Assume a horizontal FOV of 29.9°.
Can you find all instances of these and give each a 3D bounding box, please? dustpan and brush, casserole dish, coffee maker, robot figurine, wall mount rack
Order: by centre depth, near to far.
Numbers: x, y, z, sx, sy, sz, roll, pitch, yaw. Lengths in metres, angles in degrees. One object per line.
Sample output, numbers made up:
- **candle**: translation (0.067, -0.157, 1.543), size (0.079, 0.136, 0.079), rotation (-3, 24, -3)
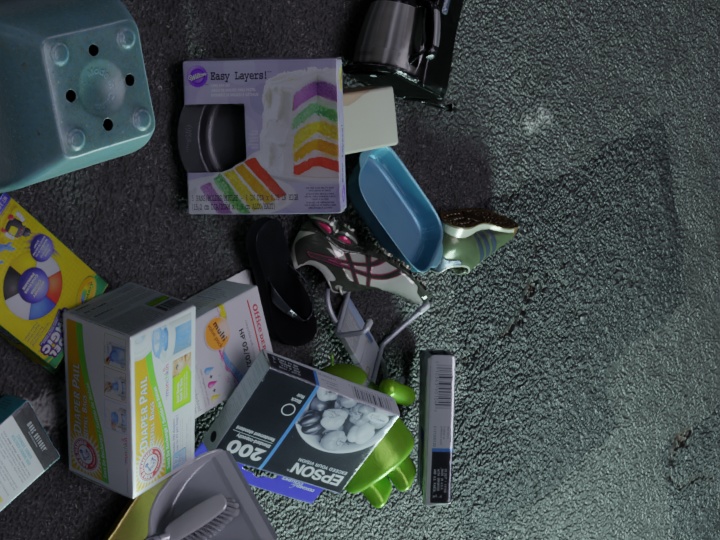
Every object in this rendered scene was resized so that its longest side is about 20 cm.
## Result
- **dustpan and brush**: translation (-0.214, 0.304, 1.560), size (0.199, 0.140, 0.057), rotation (-31, 156, -6)
- **robot figurine**: translation (-0.008, 0.210, 1.782), size (0.201, 0.175, 0.116), rotation (53, 17, -2)
- **coffee maker**: translation (0.074, -0.340, 1.830), size (0.192, 0.133, 0.202), rotation (25, 78, -69)
- **casserole dish**: translation (0.044, -0.082, 1.849), size (0.201, 0.039, 0.122), rotation (52, 41, -24)
- **wall mount rack**: translation (0.027, 0.069, 1.862), size (0.201, 0.074, 0.175), rotation (61, 30, -34)

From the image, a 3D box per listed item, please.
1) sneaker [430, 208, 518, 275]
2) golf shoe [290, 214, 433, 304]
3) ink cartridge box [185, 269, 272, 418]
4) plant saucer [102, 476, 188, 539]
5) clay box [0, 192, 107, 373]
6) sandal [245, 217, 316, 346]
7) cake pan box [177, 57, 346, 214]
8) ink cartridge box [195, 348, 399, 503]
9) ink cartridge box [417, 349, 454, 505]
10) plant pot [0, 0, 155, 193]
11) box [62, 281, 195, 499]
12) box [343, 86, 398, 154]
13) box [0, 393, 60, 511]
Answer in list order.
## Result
- **sneaker**: translation (0.159, -0.038, 1.999), size (0.199, 0.067, 0.091), rotation (-5, 123, -57)
- **golf shoe**: translation (0.000, 0.000, 1.786), size (0.199, 0.077, 0.089), rotation (31, 90, -8)
- **ink cartridge box**: translation (-0.175, 0.088, 1.649), size (0.199, 0.067, 0.116), rotation (-31, 117, -40)
- **plant saucer**: translation (-0.252, 0.362, 1.621), size (0.201, 0.048, 0.200), rotation (-57, 131, -25)
- **clay box**: translation (-0.359, 0.018, 1.459), size (0.200, 0.047, 0.116), rotation (47, 63, -39)
- **sandal**: translation (-0.096, 0.024, 1.725), size (0.076, 0.042, 0.201), rotation (-53, 139, -33)
- **cake pan box**: translation (-0.117, -0.160, 1.604), size (0.052, 0.197, 0.187), rotation (-49, 140, -80)
- **ink cartridge box**: translation (-0.085, 0.209, 1.666), size (0.197, 0.044, 0.201), rotation (22, 118, -28)
- **ink cartridge box**: translation (0.104, 0.212, 1.878), size (0.200, 0.043, 0.201), rotation (161, -70, -89)
- **plant pot**: translation (-0.317, -0.187, 1.365), size (0.195, 0.199, 0.198), rotation (-24, 112, -42)
- **box**: translation (-0.257, 0.134, 1.509), size (0.112, 0.101, 0.202), rotation (-28, 128, -51)
- **box**: translation (-0.051, -0.186, 1.725), size (0.199, 0.094, 0.079), rotation (-16, 105, -46)
- **box**: translation (-0.418, 0.227, 1.424), size (0.200, 0.049, 0.083), rotation (-44, 125, -34)
